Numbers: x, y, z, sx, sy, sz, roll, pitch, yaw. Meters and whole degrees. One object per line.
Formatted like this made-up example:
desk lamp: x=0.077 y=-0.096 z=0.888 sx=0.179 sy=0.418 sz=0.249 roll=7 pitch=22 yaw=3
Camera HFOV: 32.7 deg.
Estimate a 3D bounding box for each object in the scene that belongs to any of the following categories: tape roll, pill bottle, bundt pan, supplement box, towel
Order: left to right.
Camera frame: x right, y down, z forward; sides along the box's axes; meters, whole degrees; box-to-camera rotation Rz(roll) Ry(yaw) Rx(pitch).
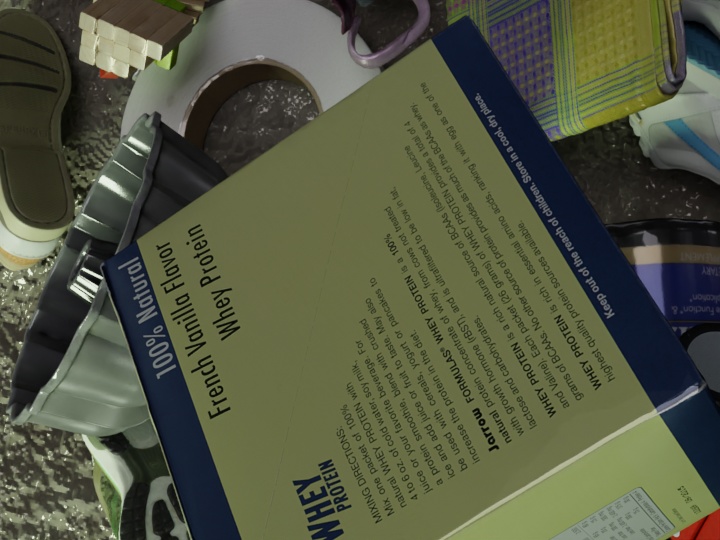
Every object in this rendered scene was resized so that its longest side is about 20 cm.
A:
bundt pan: x=-0.138 y=0.010 z=0.746 sx=0.075 sy=0.202 sz=0.204 roll=25 pitch=87 yaw=-21
tape roll: x=-0.070 y=-0.088 z=0.843 sx=0.200 sy=0.037 sz=0.206 roll=-3 pitch=80 yaw=16
supplement box: x=0.026 y=0.044 z=0.533 sx=0.199 sy=0.134 sz=0.201 roll=-33 pitch=56 yaw=9
towel: x=0.119 y=-0.148 z=0.743 sx=0.199 sy=0.023 sz=0.146 roll=-19 pitch=72 yaw=56
pill bottle: x=0.170 y=0.079 z=0.708 sx=0.110 sy=0.112 sz=0.203 roll=-4 pitch=80 yaw=15

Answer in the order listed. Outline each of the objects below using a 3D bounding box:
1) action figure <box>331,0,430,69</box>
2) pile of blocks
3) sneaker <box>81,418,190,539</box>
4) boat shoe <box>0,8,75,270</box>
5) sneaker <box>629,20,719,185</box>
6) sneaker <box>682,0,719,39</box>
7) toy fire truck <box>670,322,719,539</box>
action figure: x=-0.023 y=-0.246 z=0.828 sx=0.133 sy=0.150 sz=0.199 roll=-36 pitch=36 yaw=-19
pile of blocks: x=-0.149 y=-0.185 z=0.851 sx=0.081 sy=0.063 sz=0.201 roll=8 pitch=41 yaw=-13
sneaker: x=-0.127 y=0.162 z=0.778 sx=0.076 sy=0.089 sz=0.201 roll=-6 pitch=43 yaw=-22
boat shoe: x=-0.247 y=-0.095 z=0.872 sx=0.068 sy=0.074 sz=0.202 roll=-45 pitch=44 yaw=43
sneaker: x=0.186 y=-0.112 z=0.753 sx=0.200 sy=0.076 sz=0.081 roll=44 pitch=136 yaw=34
sneaker: x=0.203 y=-0.191 z=0.719 sx=0.199 sy=0.075 sz=0.089 roll=34 pitch=130 yaw=36
toy fire truck: x=0.244 y=0.120 z=0.583 sx=0.174 sy=0.129 sz=0.201 roll=-18 pitch=55 yaw=-18
